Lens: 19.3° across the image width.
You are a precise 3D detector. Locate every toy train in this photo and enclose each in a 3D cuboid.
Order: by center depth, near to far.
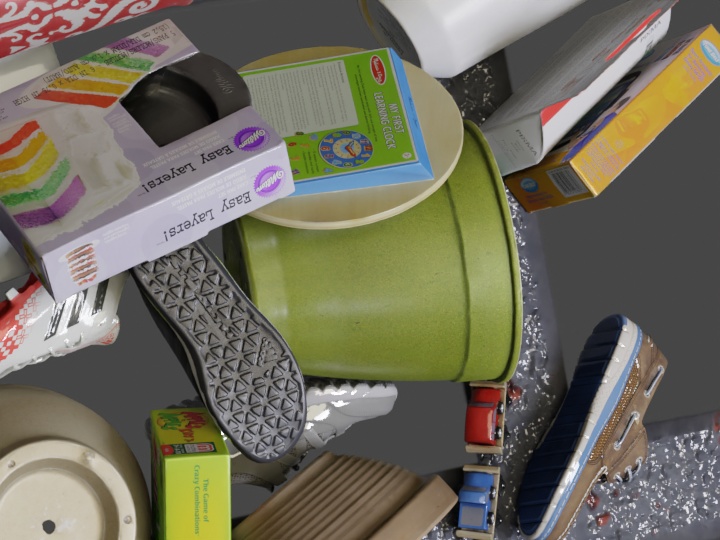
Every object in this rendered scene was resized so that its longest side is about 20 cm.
[{"bbox_3d":[0.100,0.120,1.675,0.034,0.046,0.201,3,83,17],"label":"toy train"}]

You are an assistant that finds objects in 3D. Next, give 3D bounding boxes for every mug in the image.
[{"bbox_3d":[-0.242,-0.224,1.520,0.200,0.177,0.134,-24,115,-19],"label":"mug"},{"bbox_3d":[0.070,-0.237,1.668,0.153,0.187,0.150,-39,133,-12],"label":"mug"}]

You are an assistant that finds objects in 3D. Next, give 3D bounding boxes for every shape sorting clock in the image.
[{"bbox_3d":[-0.025,-0.097,1.539,0.200,0.200,0.039,-30,138,-22],"label":"shape sorting clock"}]

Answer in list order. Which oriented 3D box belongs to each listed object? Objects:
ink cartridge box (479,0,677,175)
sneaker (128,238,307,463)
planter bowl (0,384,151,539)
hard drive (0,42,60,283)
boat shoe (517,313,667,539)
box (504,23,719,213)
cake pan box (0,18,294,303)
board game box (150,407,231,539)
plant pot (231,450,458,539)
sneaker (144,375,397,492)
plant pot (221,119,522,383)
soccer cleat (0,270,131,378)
[{"bbox_3d":[0.189,-0.154,1.655,0.161,0.200,0.050,-44,102,-19],"label":"ink cartridge box"},{"bbox_3d":[-0.102,0.042,1.506,0.072,0.083,0.200,-30,94,-10],"label":"sneaker"},{"bbox_3d":[-0.232,0.177,1.488,0.200,0.135,0.201,2,84,-22],"label":"planter bowl"},{"bbox_3d":[-0.270,-0.095,1.554,0.132,0.026,0.201,-21,93,-23],"label":"hard drive"},{"bbox_3d":[0.194,0.137,1.702,0.072,0.072,0.200,32,74,-18],"label":"boat shoe"},{"bbox_3d":[0.215,-0.129,1.708,0.200,0.119,0.041,-45,102,-20],"label":"box"},{"bbox_3d":[-0.169,-0.082,1.482,0.200,0.184,0.052,-25,138,-17],"label":"cake pan box"},{"bbox_3d":[-0.121,0.209,1.513,0.047,0.102,0.201,-2,106,-10],"label":"board game box"},{"bbox_3d":[-0.032,0.197,1.543,0.201,0.201,0.093,-38,86,-21],"label":"plant pot"},{"bbox_3d":[-0.065,0.125,1.607,0.199,0.075,0.082,-14,107,-18],"label":"sneaker"},{"bbox_3d":[0.000,0.000,1.583,0.192,0.200,0.201,-9,89,-10],"label":"plant pot"},{"bbox_3d":[-0.221,0.037,1.519,0.085,0.069,0.200,47,70,-13],"label":"soccer cleat"}]
